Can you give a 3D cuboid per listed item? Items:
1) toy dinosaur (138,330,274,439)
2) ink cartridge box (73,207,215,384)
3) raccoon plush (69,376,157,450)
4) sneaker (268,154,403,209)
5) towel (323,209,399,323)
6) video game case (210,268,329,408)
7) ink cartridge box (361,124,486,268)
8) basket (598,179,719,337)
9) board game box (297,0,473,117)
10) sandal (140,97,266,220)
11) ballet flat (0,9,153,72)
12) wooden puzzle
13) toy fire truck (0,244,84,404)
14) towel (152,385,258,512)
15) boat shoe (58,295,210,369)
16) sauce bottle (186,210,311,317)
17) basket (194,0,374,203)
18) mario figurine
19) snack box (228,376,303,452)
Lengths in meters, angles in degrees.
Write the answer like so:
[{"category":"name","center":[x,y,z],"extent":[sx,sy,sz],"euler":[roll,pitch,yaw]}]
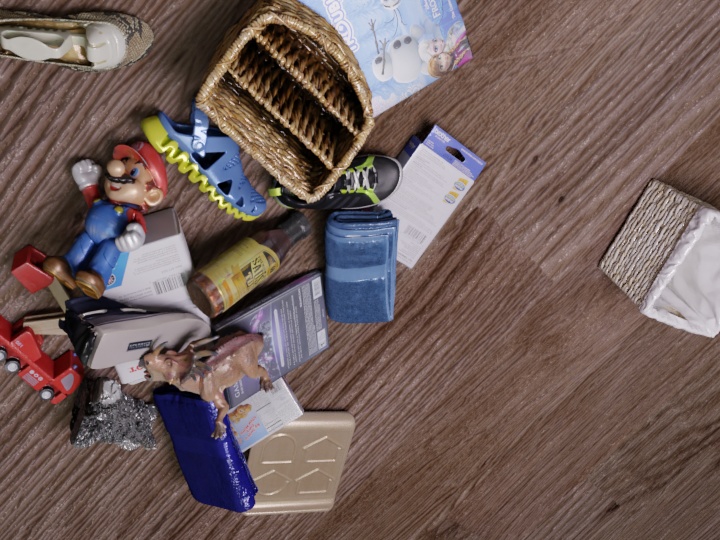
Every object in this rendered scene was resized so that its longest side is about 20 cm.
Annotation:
[{"category":"toy dinosaur","center":[-0.183,0.121,0.968],"extent":[0.199,0.084,0.139],"euler":[-36,133,-40]},{"category":"ink cartridge box","center":[-0.293,0.038,1.005],"extent":[0.143,0.086,0.204],"euler":[-17,126,-11]},{"category":"raccoon plush","center":[-0.337,0.216,1.049],"extent":[0.131,0.198,0.100],"euler":[17,72,-30]},{"category":"sneaker","center":[-0.030,-0.114,1.002],"extent":[0.194,0.083,0.074],"euler":[-11,102,-9]},{"category":"towel","center":[0.000,0.000,1.089],"extent":[0.108,0.049,0.203],"euler":[-3,134,-4]},{"category":"video game case","center":[-0.130,0.102,1.099],"extent":[0.197,0.019,0.146],"euler":[-29,130,-33]},{"category":"ink cartridge box","center":[0.087,-0.112,1.091],"extent":[0.118,0.042,0.202],"euler":[27,110,-30]},{"category":"basket","center":[0.557,-0.025,1.251],"extent":[0.194,0.162,0.203],"euler":[15,114,-28]},{"category":"board game box","center":[0.030,-0.321,0.943],"extent":[0.196,0.044,0.202],"euler":[-30,125,0]},{"category":"sandal","center":[-0.187,-0.145,0.946],"extent":[0.087,0.080,0.200],"euler":[-43,126,4]},{"category":"ballet flat","center":[-0.333,-0.256,0.822],"extent":[0.194,0.076,0.070],"euler":[-3,120,-20]},{"category":"wooden puzzle","center":[-0.115,0.333,1.278],"extent":[0.180,0.046,0.205],"euler":[4,113,-23]},{"category":"toy fire truck","center":[-0.435,0.080,0.998],"extent":[0.139,0.049,0.201],"euler":[-35,125,1]},{"category":"towel","center":[-0.236,0.269,1.121],"extent":[0.049,0.145,0.205],"euler":[-32,114,-46]},{"category":"boat shoe","center":[-0.289,0.069,0.938],"extent":[0.198,0.092,0.076],"euler":[5,118,-56]},{"category":"sauce bottle","center":[-0.147,-0.016,0.999],"extent":[0.199,0.065,0.067],"euler":[-41,132,-31]},{"category":"basket","center":[-0.075,-0.212,0.871],"extent":[0.141,0.151,0.199],"euler":[-34,120,26]},{"category":"mario figurine","center":[-0.311,-0.079,0.885],"extent":[0.122,0.106,0.204],"euler":[29,67,-15]},{"category":"snack box","center":[-0.192,0.252,1.183],"extent":[0.197,0.024,0.073],"euler":[-32,96,5]}]
